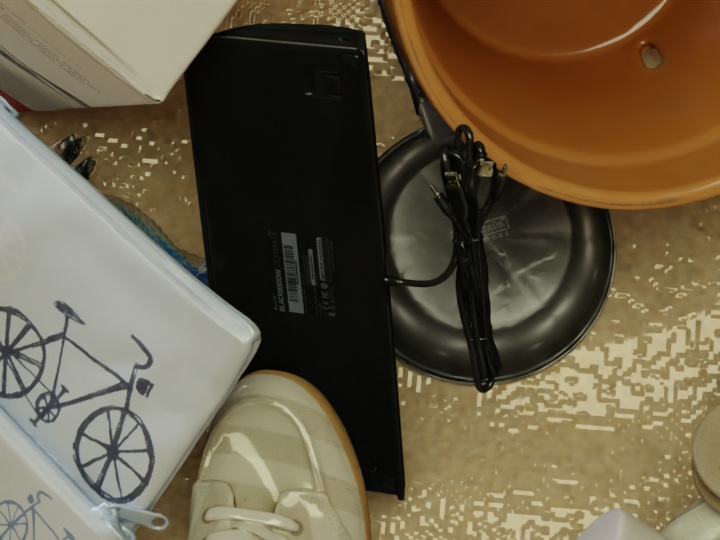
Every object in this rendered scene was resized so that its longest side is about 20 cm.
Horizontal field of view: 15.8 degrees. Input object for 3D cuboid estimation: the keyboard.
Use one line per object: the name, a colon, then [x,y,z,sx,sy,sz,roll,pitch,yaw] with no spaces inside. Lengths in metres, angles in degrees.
keyboard: [0.000,0.000,0.989,0.127,0.200,0.021,7,33,21]

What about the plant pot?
plant pot: [0.094,-0.135,1.017,0.200,0.140,0.201,-3,104,-12]

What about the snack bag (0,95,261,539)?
snack bag: [-0.149,0.047,1.004,0.189,0.021,0.200,41,105,21]

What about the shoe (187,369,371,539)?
shoe: [-0.032,0.138,0.991,0.070,0.053,0.200,-2,86,10]

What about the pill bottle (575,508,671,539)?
pill bottle: [0.149,0.180,0.942,0.200,0.120,0.120,35,77,-4]

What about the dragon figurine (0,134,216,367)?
dragon figurine: [-0.126,0.015,1.046,0.200,0.059,0.100,-30,75,-8]

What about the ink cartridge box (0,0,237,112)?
ink cartridge box: [-0.098,-0.141,1.013,0.085,0.200,0.146,40,77,-18]

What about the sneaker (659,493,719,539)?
sneaker: [0.188,0.057,1.027,0.200,0.075,0.081,-34,68,-16]

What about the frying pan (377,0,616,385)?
frying pan: [0.053,-0.047,1.078,0.115,0.031,0.190,5,77,1]

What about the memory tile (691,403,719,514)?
memory tile: [0.226,0.030,0.992,0.153,0.017,0.200,21,61,19]
